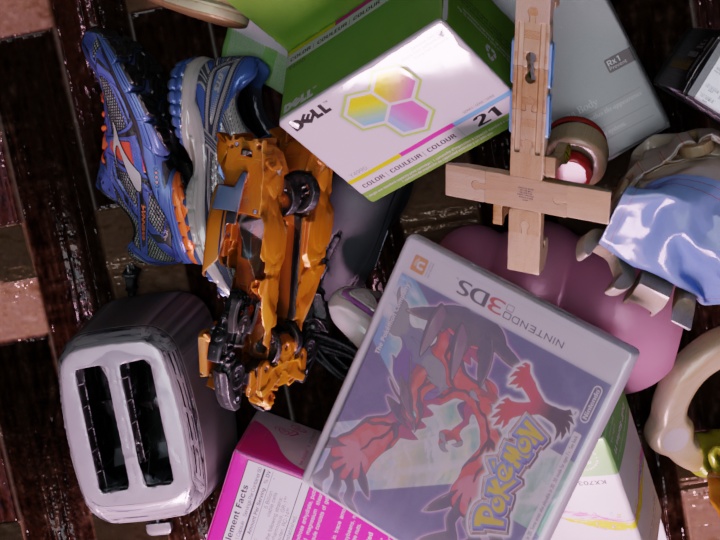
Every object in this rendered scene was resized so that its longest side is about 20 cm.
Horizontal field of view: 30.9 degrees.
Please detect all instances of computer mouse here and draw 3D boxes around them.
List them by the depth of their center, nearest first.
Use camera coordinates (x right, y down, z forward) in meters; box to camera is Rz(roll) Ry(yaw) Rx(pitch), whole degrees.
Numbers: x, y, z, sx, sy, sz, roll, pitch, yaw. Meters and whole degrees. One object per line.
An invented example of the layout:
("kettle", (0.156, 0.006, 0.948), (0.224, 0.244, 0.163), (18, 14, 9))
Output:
("computer mouse", (0.000, 0.000, 1.015), (0.140, 0.046, 0.201), (33, 110, -2))

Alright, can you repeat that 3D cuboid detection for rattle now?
("rattle", (0.307, 0.087, 0.954), (0.130, 0.143, 0.201), (34, 106, -10))

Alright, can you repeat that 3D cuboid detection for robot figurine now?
("robot figurine", (-0.068, 0.001, 0.932), (0.058, 0.145, 0.202), (14, 104, 27))

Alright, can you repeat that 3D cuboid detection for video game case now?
("video game case", (0.071, 0.103, 0.907), (0.181, 0.023, 0.201), (28, 102, 22))

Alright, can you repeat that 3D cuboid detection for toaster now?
("toaster", (-0.167, 0.101, 1.021), (0.113, 0.129, 0.202), (-7, 101, 7))

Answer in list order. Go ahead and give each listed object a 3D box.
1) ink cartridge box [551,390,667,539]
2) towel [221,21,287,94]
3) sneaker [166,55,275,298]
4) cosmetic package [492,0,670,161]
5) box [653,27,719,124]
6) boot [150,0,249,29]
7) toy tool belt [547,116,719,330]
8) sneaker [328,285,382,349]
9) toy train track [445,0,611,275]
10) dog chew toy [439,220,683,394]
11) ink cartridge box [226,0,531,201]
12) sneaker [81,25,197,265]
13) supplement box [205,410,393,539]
("ink cartridge box", (0.156, 0.171, 0.978), (0.116, 0.068, 0.201), (-6, 129, 25))
("towel", (-0.016, -0.196, 0.947), (0.148, 0.031, 0.201), (29, 139, 1))
("sneaker", (-0.087, -0.069, 0.988), (0.084, 0.077, 0.202), (-11, 93, 20))
("cosmetic package", (0.136, -0.175, 0.954), (0.106, 0.090, 0.201), (-29, 100, 15))
("box", (0.295, -0.088, 0.852), (0.199, 0.158, 0.049), (31, 102, -1))
("boot", (-0.128, -0.273, 0.942), (0.200, 0.073, 0.156), (35, 102, 35))
("toy tool belt", (0.208, -0.028, 0.862), (0.198, 0.123, 0.125), (19, 135, 3))
("sneaker", (0.036, 0.095, 1.005), (0.099, 0.075, 0.200), (-40, 113, 15))
("toy train track", (0.113, -0.094, 0.840), (0.114, 0.033, 0.202), (12, 121, 24))
("dog chew toy", (0.143, 0.019, 0.979), (0.198, 0.125, 0.126), (13, 103, 11))
("ink cartridge box", (-0.002, -0.154, 0.867), (0.147, 0.076, 0.200), (-27, 133, 32))
("sneaker", (-0.178, -0.092, 1.014), (0.078, 0.075, 0.202), (-18, 97, 13))
("supplement box", (-0.013, 0.201, 1.039), (0.198, 0.101, 0.104), (21, 104, 3))
